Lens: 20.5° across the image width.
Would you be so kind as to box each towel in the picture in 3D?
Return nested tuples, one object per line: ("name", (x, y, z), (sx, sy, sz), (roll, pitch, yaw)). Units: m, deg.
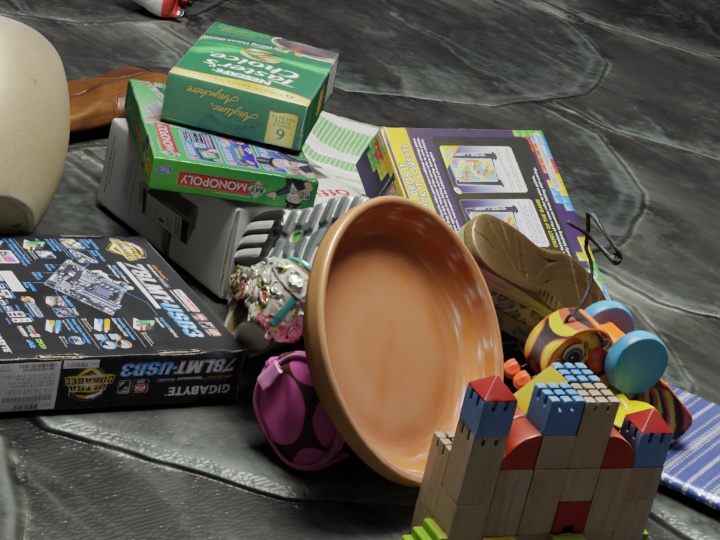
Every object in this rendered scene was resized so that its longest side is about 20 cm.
("towel", (0.006, -0.104, 1.940), (0.153, 0.023, 0.200), (15, 22, 3))
("towel", (0.251, 0.136, 1.515), (0.200, 0.024, 0.145), (23, 27, 27))

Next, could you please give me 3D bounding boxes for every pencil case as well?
("pencil case", (0.006, 0.076, 1.432), (0.200, 0.091, 0.094), (-19, 74, -55))

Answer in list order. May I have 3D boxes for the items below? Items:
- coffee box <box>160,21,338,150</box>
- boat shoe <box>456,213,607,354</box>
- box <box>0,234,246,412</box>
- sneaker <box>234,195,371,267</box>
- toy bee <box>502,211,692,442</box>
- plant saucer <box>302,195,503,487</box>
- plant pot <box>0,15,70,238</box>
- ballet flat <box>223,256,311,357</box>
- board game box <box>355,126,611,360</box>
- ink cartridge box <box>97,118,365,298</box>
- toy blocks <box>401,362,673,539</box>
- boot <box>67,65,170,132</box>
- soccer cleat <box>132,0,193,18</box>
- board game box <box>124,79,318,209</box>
("coffee box", (-0.090, -0.159, 1.699), (0.123, 0.044, 0.200), (15, 20, 3))
("boat shoe", (0.127, 0.020, 1.533), (0.200, 0.063, 0.073), (35, 41, -37))
("box", (-0.214, 0.034, 1.459), (0.198, 0.050, 0.200), (1, 26, -32))
("sneaker", (0.000, 0.000, 1.524), (0.115, 0.075, 0.200), (35, -16, -31))
("toy bee", (0.158, 0.063, 1.445), (0.109, 0.200, 0.131), (-33, 14, -5))
("plant saucer", (0.026, 0.050, 1.360), (0.037, 0.200, 0.200), (-13, 3, 38))
("plant pot", (-0.311, -0.082, 1.539), (0.200, 0.200, 0.134), (-1, 54, -31))
("ballet flat", (-0.073, 0.031, 1.476), (0.076, 0.064, 0.200), (38, -13, -2))
("board game box", (0.103, -0.022, 1.640), (0.165, 0.057, 0.200), (-1, 57, -29))
("ink cartridge box", (-0.107, -0.058, 1.690), (0.147, 0.083, 0.200), (-5, 28, -39))
("toy blocks", (0.124, 0.124, 1.314), (0.200, 0.137, 0.100), (2, 25, -26))
("boot", (-0.223, -0.151, 1.868), (0.200, 0.069, 0.188), (-9, 32, -41))
("soccer cleat", (-0.221, -0.348, 2.340), (0.085, 0.069, 0.200), (19, 27, 4))
("board game box", (-0.118, -0.106, 1.646), (0.135, 0.029, 0.200), (7, 22, -15))
